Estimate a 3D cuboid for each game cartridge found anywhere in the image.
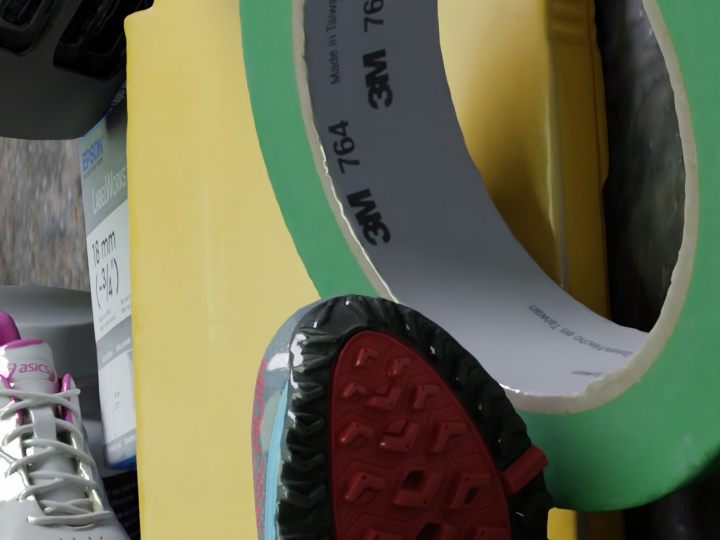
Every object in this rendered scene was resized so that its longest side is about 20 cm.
[{"bbox_3d":[0.000,0.000,0.749,0.176,0.032,0.201,-6,82,41],"label":"game cartridge"}]

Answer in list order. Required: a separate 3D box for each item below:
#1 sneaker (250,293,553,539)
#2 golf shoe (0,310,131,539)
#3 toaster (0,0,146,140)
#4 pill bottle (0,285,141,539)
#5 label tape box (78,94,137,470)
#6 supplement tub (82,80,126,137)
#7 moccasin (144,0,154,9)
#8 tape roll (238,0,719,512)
[{"bbox_3d":[-0.003,0.090,0.645,0.095,0.079,0.201,25,137,47],"label":"sneaker"},{"bbox_3d":[-0.133,0.080,0.970,0.200,0.075,0.092,35,117,51],"label":"golf shoe"},{"bbox_3d":[-0.137,-0.145,0.889,0.200,0.118,0.181,-59,-15,6],"label":"toaster"},{"bbox_3d":[-0.152,0.112,1.128,0.111,0.111,0.201,-149,61,-65],"label":"pill bottle"},{"bbox_3d":[-0.059,-0.033,0.947,0.144,0.063,0.201,150,116,-66],"label":"label tape box"},{"bbox_3d":[-0.180,-0.129,1.069,0.145,0.199,0.146,179,90,-69],"label":"supplement tub"},{"bbox_3d":[-0.020,-0.058,0.846,0.068,0.080,0.201,128,124,-71],"label":"moccasin"},{"bbox_3d":[0.046,-0.043,0.609,0.200,0.048,0.201,30,129,45],"label":"tape roll"}]
